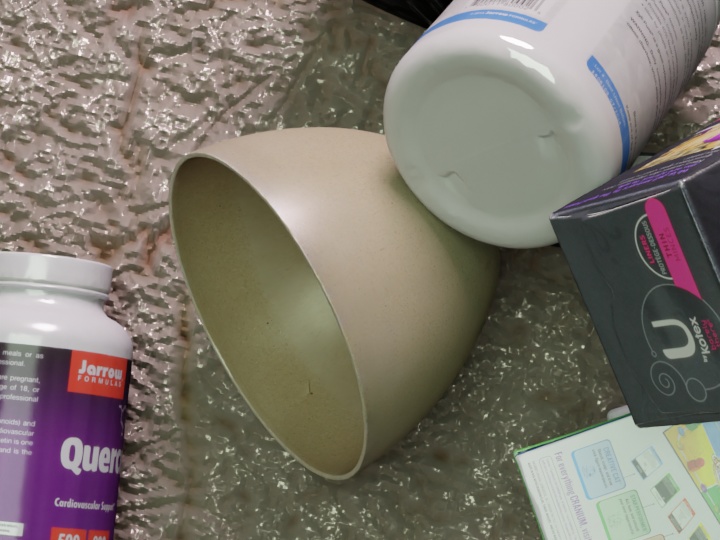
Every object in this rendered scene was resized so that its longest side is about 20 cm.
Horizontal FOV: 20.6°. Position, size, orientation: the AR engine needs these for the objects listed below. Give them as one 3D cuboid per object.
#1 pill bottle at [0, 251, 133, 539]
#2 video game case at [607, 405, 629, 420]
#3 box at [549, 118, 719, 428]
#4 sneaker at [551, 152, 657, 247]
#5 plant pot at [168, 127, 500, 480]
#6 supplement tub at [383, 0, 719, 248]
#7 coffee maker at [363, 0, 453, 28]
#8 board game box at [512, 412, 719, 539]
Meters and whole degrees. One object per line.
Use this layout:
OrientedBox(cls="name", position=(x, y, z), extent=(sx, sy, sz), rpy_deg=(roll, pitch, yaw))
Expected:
OrientedBox(cls="pill bottle", position=(-0.196, 0.093, 1.181), extent=(0.112, 0.112, 0.200), rpy_deg=(4, 84, 13))
OrientedBox(cls="video game case", position=(0.259, 0.141, 1.122), extent=(0.200, 0.023, 0.182), rpy_deg=(-17, 80, 11))
OrientedBox(cls="box", position=(0.214, -0.019, 0.988), extent=(0.200, 0.106, 0.122), rpy_deg=(-29, 98, -31))
OrientedBox(cls="sneaker", position=(0.181, 0.013, 1.113), extent=(0.202, 0.077, 0.146), rpy_deg=(1, 67, 12))
OrientedBox(cls="plant pot", position=(0.000, 0.000, 1.127), extent=(0.134, 0.200, 0.200), rpy_deg=(-26, 76, -23))
OrientedBox(cls="supplement tub", position=(0.109, -0.115, 1.082), extent=(0.132, 0.200, 0.132), rpy_deg=(17, 130, 21))
OrientedBox(cls="coffee maker", position=(0.029, -0.260, 1.137), extent=(0.135, 0.192, 0.200), rpy_deg=(24, 86, 42))
OrientedBox(cls="board game box", position=(0.199, 0.133, 1.030), extent=(0.200, 0.040, 0.153), rpy_deg=(-20, 83, 9))
